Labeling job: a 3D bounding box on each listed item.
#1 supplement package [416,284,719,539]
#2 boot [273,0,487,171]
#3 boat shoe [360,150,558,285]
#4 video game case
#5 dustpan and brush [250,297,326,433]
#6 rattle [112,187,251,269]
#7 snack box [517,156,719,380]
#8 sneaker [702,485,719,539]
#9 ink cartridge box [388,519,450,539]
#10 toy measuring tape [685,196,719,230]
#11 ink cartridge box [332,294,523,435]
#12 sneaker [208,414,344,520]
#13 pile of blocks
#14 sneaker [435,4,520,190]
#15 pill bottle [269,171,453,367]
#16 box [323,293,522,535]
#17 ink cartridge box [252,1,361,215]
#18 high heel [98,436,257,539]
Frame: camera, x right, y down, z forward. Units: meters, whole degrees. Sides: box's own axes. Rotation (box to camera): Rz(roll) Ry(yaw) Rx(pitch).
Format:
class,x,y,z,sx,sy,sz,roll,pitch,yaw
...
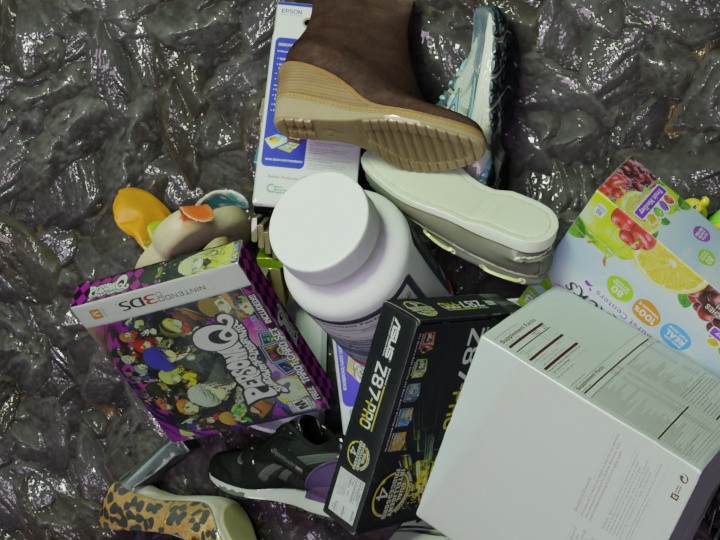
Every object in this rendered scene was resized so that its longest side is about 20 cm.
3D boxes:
class,x,y,z,sx,sy,sz,roll,pitch,yaw
supplement package,0.185,0.157,1.094,0.199,0.146,0.193,31,122,23
boot,0.029,-0.179,1.165,0.197,0.073,0.168,12,59,12
boat shoe,0.081,-0.050,1.151,0.200,0.072,0.061,28,141,30
video game case,-0.145,0.072,1.243,0.179,0.036,0.201,-13,129,20
dustpan and brush,-0.136,0.091,1.329,0.197,0.057,0.142,6,102,20
rattle,-0.174,-0.065,1.253,0.128,0.200,0.145,-15,69,-7
snack box,0.254,0.031,1.131,0.200,0.068,0.169,43,142,10
sneaker,0.311,0.196,1.153,0.198,0.114,0.077,28,106,16
ink cartridge box,0.098,0.279,1.200,0.144,0.200,0.086,0,100,20
toy measuring tape,0.352,0.003,1.120,0.200,0.073,0.074,42,111,11
ink cartridge box,0.075,0.124,1.265,0.197,0.043,0.202,-3,99,23
sneaker,-0.067,0.181,1.301,0.198,0.075,0.089,4,99,36
pile of blocks,-0.065,-0.061,1.263,0.061,0.082,0.204,1,102,10
sneaker,0.089,-0.139,1.195,0.085,0.077,0.203,11,103,22
pill bottle,0.000,0.000,1.154,0.118,0.200,0.121,-9,62,18
box,0.058,0.122,1.161,0.049,0.160,0.203,28,109,37
ink cartridge box,-0.042,-0.147,1.226,0.093,0.037,0.203,6,76,0
high heel,-0.186,0.284,1.372,0.142,0.071,0.201,-41,68,16
